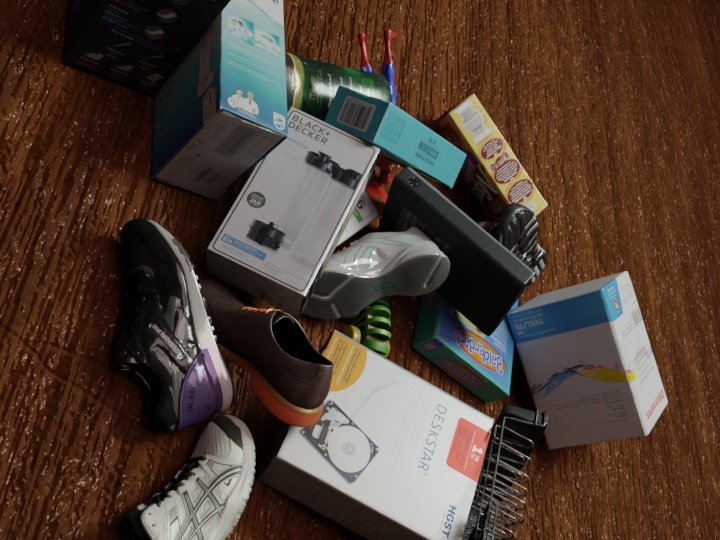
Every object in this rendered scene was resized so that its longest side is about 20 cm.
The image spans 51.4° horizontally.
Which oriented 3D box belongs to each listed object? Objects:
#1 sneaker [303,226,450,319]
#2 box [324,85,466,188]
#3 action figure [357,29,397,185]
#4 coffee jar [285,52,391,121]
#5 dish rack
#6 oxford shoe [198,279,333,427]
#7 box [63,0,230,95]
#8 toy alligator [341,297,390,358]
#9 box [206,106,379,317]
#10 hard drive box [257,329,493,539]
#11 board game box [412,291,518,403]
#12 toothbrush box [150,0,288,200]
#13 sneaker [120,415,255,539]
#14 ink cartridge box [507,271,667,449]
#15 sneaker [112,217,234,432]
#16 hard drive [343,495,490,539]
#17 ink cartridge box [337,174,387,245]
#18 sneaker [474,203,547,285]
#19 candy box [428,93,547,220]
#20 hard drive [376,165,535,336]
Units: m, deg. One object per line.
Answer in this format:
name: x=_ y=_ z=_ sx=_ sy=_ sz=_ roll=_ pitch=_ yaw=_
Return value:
sneaker: x=0.000 y=0.000 z=0.873 sx=0.197 sy=0.071 sz=0.081 roll=-11 pitch=39 yaw=-12
box: x=0.047 y=-0.160 z=0.916 sx=0.199 sy=0.082 sz=0.050 roll=17 pitch=99 yaw=-55
action figure: x=0.036 y=-0.222 z=1.048 sx=0.099 sy=0.064 sz=0.204 roll=-23 pitch=111 yaw=-74
coffee jar: x=-0.062 y=-0.215 z=0.929 sx=0.198 sy=0.103 sz=0.087 roll=-1 pitch=94 yaw=-42
dish rack: x=0.135 y=0.251 z=0.778 sx=0.054 sy=0.155 sz=0.201 roll=20 pitch=38 yaw=6
oxford shoe: x=-0.095 y=0.059 z=0.722 sx=0.199 sy=0.073 sz=0.071 roll=39 pitch=25 yaw=28
box: x=-0.213 y=-0.295 z=0.761 sx=0.105 sy=0.199 sz=0.124 roll=14 pitch=59 yaw=-38
toy alligator: x=0.013 y=0.041 z=0.905 sx=0.059 sy=0.054 sz=0.203 roll=24 pitch=53 yaw=-34
box: x=-0.071 y=-0.067 z=0.810 sx=0.115 sy=0.060 sz=0.202 roll=26 pitch=64 yaw=2
hard drive box: x=0.020 y=0.182 z=0.767 sx=0.198 sy=0.077 sz=0.157 roll=29 pitch=52 yaw=-6
board game box: x=0.153 y=0.058 z=1.039 sx=0.152 sy=0.045 sz=0.202 roll=38 pitch=45 yaw=-24
toothbrush box: x=-0.154 y=-0.204 z=0.810 sx=0.085 sy=0.146 sz=0.203 roll=16 pitch=56 yaw=-38
sneaker: x=-0.153 y=0.205 z=0.635 sx=0.087 sy=0.075 sz=0.202 roll=35 pitch=47 yaw=-26
ink cartridge box: x=0.325 y=0.126 z=1.062 sx=0.146 sy=0.145 sz=0.203 roll=-16 pitch=88 yaw=-56
sneaker: x=-0.191 y=0.048 z=0.689 sx=0.087 sy=0.075 sz=0.202 roll=-19 pitch=82 yaw=-42
hard drive: x=0.072 y=0.255 z=0.856 sx=0.199 sy=0.038 sz=0.141 roll=32 pitch=49 yaw=-29
ink cartridge box: x=-0.022 y=-0.103 z=0.952 sx=0.110 sy=0.050 sz=0.200 roll=56 pitch=42 yaw=-3
sneaker: x=0.200 y=-0.052 z=1.092 sx=0.115 sy=0.076 sz=0.200 roll=36 pitch=-9 yaw=31
candy box: x=0.193 y=-0.162 z=1.146 sx=0.056 sy=0.117 sz=0.201 roll=-38 pitch=97 yaw=-6
hard drive: x=0.110 y=-0.019 z=0.923 sx=0.200 sy=0.140 sz=0.033 roll=42 pitch=62 yaw=14
